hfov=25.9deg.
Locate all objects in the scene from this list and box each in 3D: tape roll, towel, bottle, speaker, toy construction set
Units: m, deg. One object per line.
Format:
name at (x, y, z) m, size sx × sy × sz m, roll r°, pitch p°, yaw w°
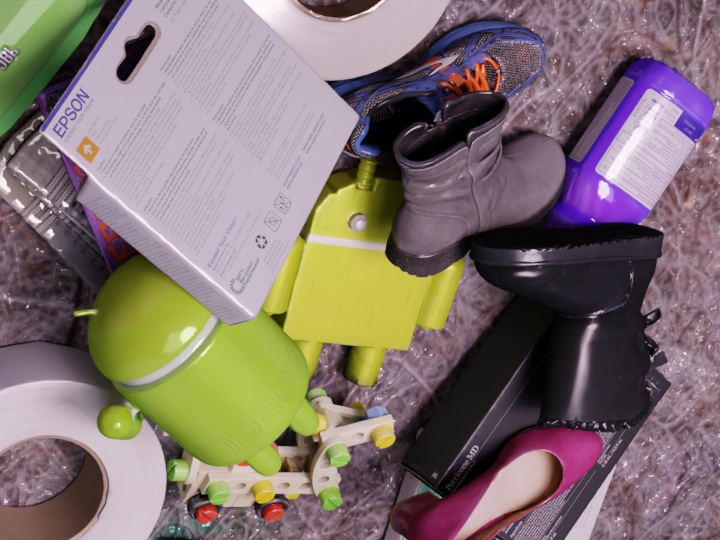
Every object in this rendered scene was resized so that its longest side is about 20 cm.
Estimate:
tape roll at (-0.256, 0.161, 1.230) m, size 0.202 × 0.071 × 0.203 m, roll -9°, pitch 115°, yaw -19°
tape roll at (-0.020, -0.243, 1.167) m, size 0.202 × 0.037 × 0.204 m, roll -9°, pitch 116°, yaw -19°
towel at (-0.155, -0.075, 1.187) m, size 0.200 × 0.035 × 0.193 m, roll -44°, pitch 122°, yaw 1°
bottle at (0.212, -0.077, 1.313) m, size 0.083 × 0.065 × 0.200 m, roll 31°, pitch 95°, yaw -26°
speaker at (-0.253, -0.159, 1.080) m, size 0.088 × 0.088 × 0.200 m, roll 37°, pitch 95°, yaw -31°
toy construction set at (-0.082, 0.144, 1.282) m, size 0.199 × 0.092 × 0.131 m, roll 15°, pitch 131°, yaw -20°

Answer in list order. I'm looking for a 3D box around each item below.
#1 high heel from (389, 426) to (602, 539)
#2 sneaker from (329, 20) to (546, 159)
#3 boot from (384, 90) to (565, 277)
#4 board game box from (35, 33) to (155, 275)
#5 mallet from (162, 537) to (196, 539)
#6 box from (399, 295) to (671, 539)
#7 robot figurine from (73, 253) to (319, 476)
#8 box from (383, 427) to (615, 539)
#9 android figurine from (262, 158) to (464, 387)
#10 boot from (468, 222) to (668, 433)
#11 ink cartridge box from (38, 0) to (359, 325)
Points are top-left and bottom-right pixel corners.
high heel at (0.126, 0.181, 1.257) m, size 0.199 × 0.096 × 0.068 m, roll -15°, pitch 105°, yaw -20°
sneaker at (0.061, -0.132, 1.225) m, size 0.199 × 0.078 × 0.076 m, roll -26°, pitch 121°, yaw -10°
boot at (0.102, -0.087, 1.216) m, size 0.200 × 0.070 × 0.132 m, roll -37°, pitch 149°, yaw -36°
board game box at (-0.152, -0.068, 1.164) m, size 0.120 × 0.032 × 0.201 m, roll -23°, pitch 117°, yaw -7°
mallet at (-0.182, 0.315, 1.353) m, size 0.066 × 0.041 × 0.200 m, roll 23°, pitch 106°, yaw -30°
box at (0.152, 0.132, 1.354) m, size 0.141 × 0.079 × 0.200 m, roll 39°, pitch 83°, yaw -27°
robot figurine at (-0.117, 0.064, 1.149) m, size 0.176 × 0.116 × 0.200 m, roll -46°, pitch 122°, yaw -5°
box at (0.125, 0.224, 1.437) m, size 0.199 × 0.036 × 0.145 m, roll 9°, pitch 109°, yaw -24°
android figurine at (0.000, 0.000, 1.280) m, size 0.181 × 0.041 × 0.201 m, roll 8°, pitch 111°, yaw -28°
boot at (0.165, 0.049, 1.249) m, size 0.198 × 0.073 × 0.163 m, roll -4°, pitch 105°, yaw -36°
ink cartridge box at (-0.112, -0.098, 1.089) m, size 0.200 × 0.043 × 0.197 m, roll 42°, pitch 55°, yaw -23°
